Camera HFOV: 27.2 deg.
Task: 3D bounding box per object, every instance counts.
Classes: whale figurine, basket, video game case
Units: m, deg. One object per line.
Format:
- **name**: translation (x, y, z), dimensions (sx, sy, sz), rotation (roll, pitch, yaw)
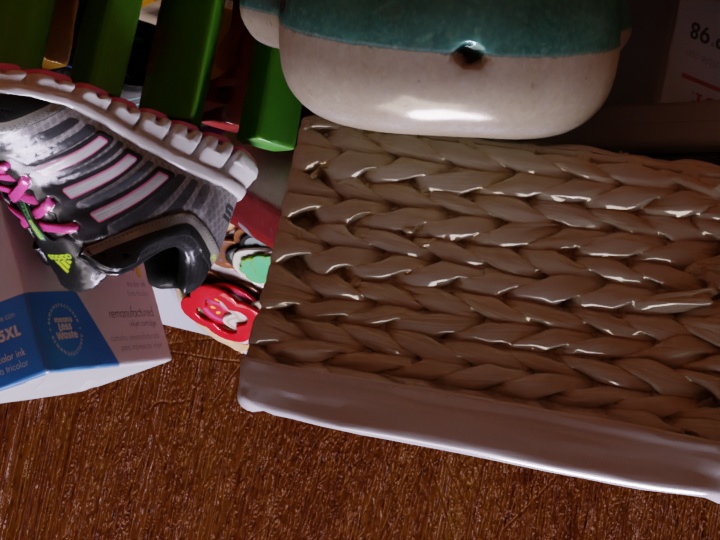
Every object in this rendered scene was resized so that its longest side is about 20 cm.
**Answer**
- **whale figurine**: translation (0.032, -0.118, 0.593), dimensions (0.158, 0.104, 0.200), rotation (3, -161, -3)
- **basket**: translation (0.069, 0.012, 0.614), dimensions (0.199, 0.124, 0.136), rotation (10, -179, 18)
- **video game case**: translation (0.153, -0.042, 0.698), dimensions (0.182, 0.022, 0.200), rotation (17, 172, -39)

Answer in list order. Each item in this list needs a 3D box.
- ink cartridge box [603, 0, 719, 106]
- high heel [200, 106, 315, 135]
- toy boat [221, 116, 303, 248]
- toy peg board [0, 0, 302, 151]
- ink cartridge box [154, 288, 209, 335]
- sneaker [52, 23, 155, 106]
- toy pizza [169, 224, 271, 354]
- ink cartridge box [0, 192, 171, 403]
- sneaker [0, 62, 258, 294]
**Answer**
- **ink cartridge box**: translation (0.153, -0.085, 0.729), dimensions (0.116, 0.067, 0.200), rotation (15, 174, -30)
- **high heel**: translation (-0.104, -0.061, 0.905), dimensions (0.096, 0.200, 0.067), rotation (54, -166, -21)
- **toy boat**: translation (0.000, 0.000, 0.795), dimensions (0.130, 0.131, 0.200), rotation (-3, -158, -36)
- **toy peg board**: translation (-0.127, -0.124, 0.751), dimensions (0.199, 0.098, 0.199), rotation (15, 174, -32)
- **ink cartridge box**: translation (-0.152, -0.054, 1.089), dimensions (0.146, 0.083, 0.200), rotation (19, -150, -55)
- **sneaker**: translation (-0.172, -0.136, 0.976), dimensions (0.199, 0.076, 0.079), rotation (3, 159, 17)
- **toy pizza**: translation (-0.035, 0.022, 0.964), dimensions (0.199, 0.032, 0.200), rotation (10, 145, 7)
- **ink cartridge box**: translation (-0.177, -0.037, 0.765), dimensions (0.067, 0.201, 0.116), rotation (-19, 173, 23)
- **sneaker**: translation (-0.135, -0.037, 0.677), dimensions (0.200, 0.088, 0.074), rotation (16, 173, -43)
